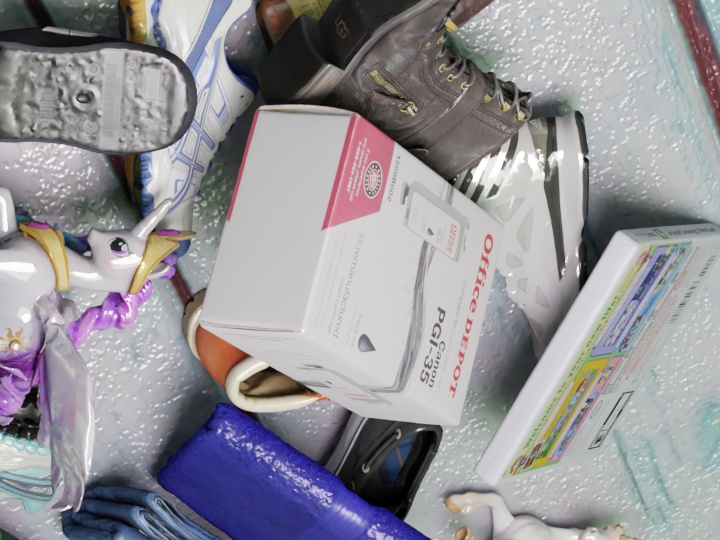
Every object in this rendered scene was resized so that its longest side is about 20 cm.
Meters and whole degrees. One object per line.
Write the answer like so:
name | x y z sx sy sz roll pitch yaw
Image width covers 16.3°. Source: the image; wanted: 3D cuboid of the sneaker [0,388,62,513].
sneaker | -0.288 0.129 1.680 0.200 0.078 0.086 7 118 -21

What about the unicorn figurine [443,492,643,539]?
unicorn figurine | 0.108 0.222 1.873 0.137 0.074 0.200 23 123 -37

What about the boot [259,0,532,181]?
boot | 0.050 -0.134 1.590 0.200 0.069 0.174 -37 140 27

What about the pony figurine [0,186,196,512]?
pony figurine | -0.214 0.035 1.584 0.200 0.167 0.193 7 107 -15

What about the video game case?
video game case | 0.171 0.056 1.763 0.200 0.022 0.182 -60 157 17

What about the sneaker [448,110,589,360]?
sneaker | 0.099 -0.020 1.745 0.115 0.076 0.201 -2 123 2

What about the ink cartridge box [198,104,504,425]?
ink cartridge box | 0.000 0.000 1.589 0.200 0.083 0.147 33 67 -53

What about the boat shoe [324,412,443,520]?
boat shoe | 0.006 0.161 1.789 0.069 0.057 0.200 0 129 -27

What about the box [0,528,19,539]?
box | -0.286 0.229 1.720 0.144 0.036 0.200 -34 136 16

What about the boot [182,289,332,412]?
boot | -0.012 0.054 1.715 0.200 0.107 0.075 -7 117 -17

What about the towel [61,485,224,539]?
towel | -0.109 0.212 1.769 0.200 0.112 0.049 34 73 -29

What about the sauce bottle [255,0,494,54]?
sauce bottle | 0.034 -0.178 1.627 0.200 0.066 0.066 -20 122 -5

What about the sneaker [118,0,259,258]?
sneaker | -0.106 -0.095 1.620 0.088 0.075 0.200 -6 120 -16

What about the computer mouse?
computer mouse | -0.201 -0.140 1.534 0.200 0.046 0.140 -2 112 -4

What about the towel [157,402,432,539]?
towel | -0.035 0.166 1.724 0.200 0.148 0.050 34 62 -6
